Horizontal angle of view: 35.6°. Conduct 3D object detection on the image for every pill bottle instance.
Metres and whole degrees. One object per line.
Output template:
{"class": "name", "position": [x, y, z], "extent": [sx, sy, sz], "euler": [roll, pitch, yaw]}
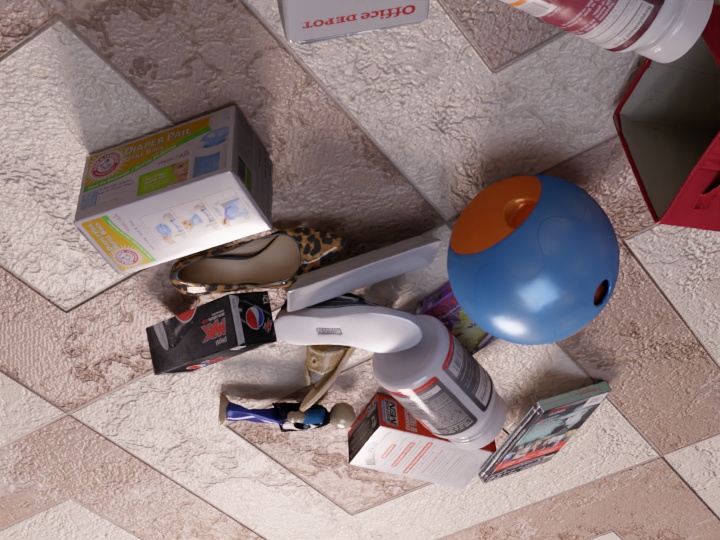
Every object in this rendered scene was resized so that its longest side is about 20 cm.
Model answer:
{"class": "pill bottle", "position": [0.236, -0.282, 1.093], "extent": [0.200, 0.114, 0.114], "euler": [18, 133, -21]}
{"class": "pill bottle", "position": [0.112, 0.157, 1.519], "extent": [0.116, 0.116, 0.200], "euler": [-24, 133, 21]}

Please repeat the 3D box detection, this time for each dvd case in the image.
{"class": "dvd case", "position": [0.275, 0.244, 1.684], "extent": [0.146, 0.022, 0.200], "euler": [-11, 147, -34]}

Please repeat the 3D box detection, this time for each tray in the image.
{"class": "tray", "position": [0.000, 0.000, 1.397], "extent": [0.200, 0.022, 0.107], "euler": [-19, 168, -8]}

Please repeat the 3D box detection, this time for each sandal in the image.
{"class": "sandal", "position": [-0.039, 0.103, 1.541], "extent": [0.070, 0.078, 0.212], "euler": [41, 119, -7]}

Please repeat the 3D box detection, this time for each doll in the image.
{"class": "doll", "position": [-0.106, 0.211, 1.634], "extent": [0.200, 0.049, 0.136], "euler": [4, 169, -8]}

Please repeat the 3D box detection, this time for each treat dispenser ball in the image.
{"class": "treat dispenser ball", "position": [0.202, -0.012, 1.317], "extent": [0.200, 0.201, 0.201], "euler": [-1, 137, -1]}

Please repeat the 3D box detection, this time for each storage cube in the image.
{"class": "storage cube", "position": [0.402, -0.154, 1.183], "extent": [0.179, 0.200, 0.171], "euler": [6, 136, -18]}

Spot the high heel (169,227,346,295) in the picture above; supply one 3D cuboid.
{"class": "high heel", "position": [-0.125, -0.009, 1.352], "extent": [0.200, 0.072, 0.143], "euler": [-13, 179, 18]}

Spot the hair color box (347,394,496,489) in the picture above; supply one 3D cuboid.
{"class": "hair color box", "position": [0.093, 0.263, 1.708], "extent": [0.200, 0.064, 0.111], "euler": [16, 134, -21]}

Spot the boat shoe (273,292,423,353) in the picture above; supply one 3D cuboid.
{"class": "boat shoe", "position": [-0.012, 0.060, 1.461], "extent": [0.200, 0.068, 0.072], "euler": [-1, 130, 20]}

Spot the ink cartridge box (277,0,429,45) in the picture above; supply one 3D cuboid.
{"class": "ink cartridge box", "position": [-0.011, -0.316, 1.030], "extent": [0.144, 0.085, 0.200], "euler": [-11, 146, -7]}

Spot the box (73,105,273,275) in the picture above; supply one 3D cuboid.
{"class": "box", "position": [-0.210, -0.089, 1.277], "extent": [0.200, 0.113, 0.101], "euler": [-17, 137, 15]}

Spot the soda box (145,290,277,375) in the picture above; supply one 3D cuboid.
{"class": "soda box", "position": [-0.194, 0.082, 1.439], "extent": [0.063, 0.071, 0.200], "euler": [-4, 168, -44]}

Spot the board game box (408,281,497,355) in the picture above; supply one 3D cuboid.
{"class": "board game box", "position": [0.139, 0.065, 1.526], "extent": [0.120, 0.032, 0.200], "euler": [33, 127, -27]}
